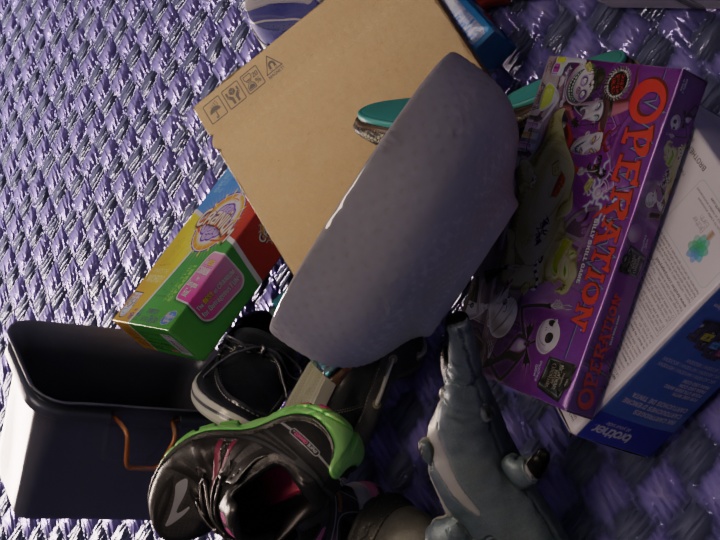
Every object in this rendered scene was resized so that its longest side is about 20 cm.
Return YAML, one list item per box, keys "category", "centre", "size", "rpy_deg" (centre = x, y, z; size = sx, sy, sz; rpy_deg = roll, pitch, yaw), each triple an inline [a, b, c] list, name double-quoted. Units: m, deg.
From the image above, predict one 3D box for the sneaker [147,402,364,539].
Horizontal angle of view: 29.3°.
- category: "sneaker"
  centre: [-0.086, 0.152, 0.954]
  size: [0.199, 0.077, 0.084]
  rpy_deg: [-28, 23, 38]

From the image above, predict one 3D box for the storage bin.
- category: "storage bin"
  centre: [-0.212, 0.143, 1.179]
  size: [0.146, 0.198, 0.136]
  rpy_deg: [48, 124, 49]

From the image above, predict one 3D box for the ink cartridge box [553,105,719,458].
- category: "ink cartridge box"
  centre: [0.166, 0.014, 0.826]
  size: [0.200, 0.076, 0.137]
  rpy_deg: [-49, 40, 26]

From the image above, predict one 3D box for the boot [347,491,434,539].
- category: "boot"
  centre: [0.024, 0.260, 0.920]
  size: [0.130, 0.067, 0.203]
  rpy_deg: [27, 98, 48]

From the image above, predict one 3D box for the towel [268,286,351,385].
- category: "towel"
  centre: [0.000, 0.000, 1.014]
  size: [0.147, 0.022, 0.200]
  rpy_deg: [-50, 18, 0]

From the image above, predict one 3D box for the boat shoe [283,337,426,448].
- category: "boat shoe"
  centre: [0.017, 0.050, 1.024]
  size: [0.202, 0.067, 0.072]
  rpy_deg: [-59, 16, -6]

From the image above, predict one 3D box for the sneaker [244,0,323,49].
- category: "sneaker"
  centre: [-0.041, -0.165, 1.129]
  size: [0.079, 0.199, 0.117]
  rpy_deg: [3, 91, 8]

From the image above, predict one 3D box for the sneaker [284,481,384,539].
- category: "sneaker"
  centre: [-0.071, 0.206, 1.043]
  size: [0.200, 0.086, 0.081]
  rpy_deg: [-42, 45, 33]

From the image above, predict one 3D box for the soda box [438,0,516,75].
- category: "soda box"
  centre: [0.021, -0.123, 1.033]
  size: [0.200, 0.068, 0.064]
  rpy_deg: [-44, 74, 14]

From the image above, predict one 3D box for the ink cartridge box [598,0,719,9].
- category: "ink cartridge box"
  centre: [0.222, -0.245, 0.860]
  size: [0.199, 0.082, 0.149]
  rpy_deg: [16, 88, 53]

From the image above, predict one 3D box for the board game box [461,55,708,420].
- category: "board game box"
  centre: [0.124, -0.025, 0.817]
  size: [0.119, 0.032, 0.203]
  rpy_deg: [18, 89, 52]

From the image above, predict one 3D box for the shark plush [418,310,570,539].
- category: "shark plush"
  centre: [0.087, 0.107, 0.826]
  size: [0.083, 0.090, 0.203]
  rpy_deg: [15, 121, 42]

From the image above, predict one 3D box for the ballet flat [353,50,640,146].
- category: "ballet flat"
  centre: [0.095, -0.089, 0.918]
  size: [0.197, 0.076, 0.068]
  rpy_deg: [-10, 24, 15]

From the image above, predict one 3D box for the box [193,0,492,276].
- category: "box"
  centre: [-0.006, -0.110, 0.993]
  size: [0.199, 0.021, 0.165]
  rpy_deg: [-36, 78, 15]

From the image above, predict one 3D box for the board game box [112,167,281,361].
- category: "board game box"
  centre: [-0.112, -0.021, 1.151]
  size: [0.201, 0.040, 0.152]
  rpy_deg: [-55, 22, -16]

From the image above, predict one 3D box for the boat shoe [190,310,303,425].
- category: "boat shoe"
  centre: [-0.085, 0.079, 1.078]
  size: [0.063, 0.074, 0.200]
  rpy_deg: [-60, 6, 13]

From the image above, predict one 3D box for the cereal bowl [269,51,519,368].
- category: "cereal bowl"
  centre: [0.033, -0.023, 0.808]
  size: [0.201, 0.083, 0.200]
  rpy_deg: [-55, -4, -5]

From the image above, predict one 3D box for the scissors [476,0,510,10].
- category: "scissors"
  centre: [0.115, -0.207, 1.044]
  size: [0.200, 0.014, 0.074]
  rpy_deg: [37, 102, 51]
